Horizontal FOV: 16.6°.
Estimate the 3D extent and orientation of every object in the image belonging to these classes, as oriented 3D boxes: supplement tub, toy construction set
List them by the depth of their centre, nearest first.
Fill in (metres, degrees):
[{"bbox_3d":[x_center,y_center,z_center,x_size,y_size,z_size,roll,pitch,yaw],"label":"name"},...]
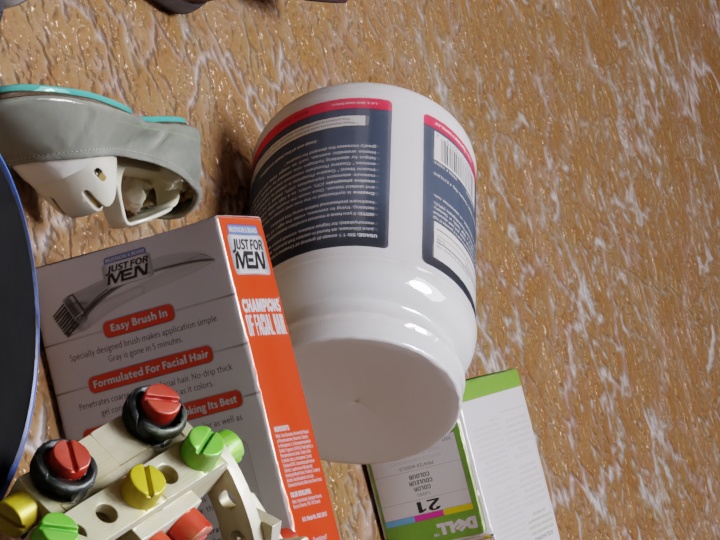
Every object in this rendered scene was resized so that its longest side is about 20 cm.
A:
[{"bbox_3d":[-0.089,0.128,1.096,0.131,0.092,0.200,44,26,14],"label":"toy construction set"},{"bbox_3d":[0.000,0.000,1.475,0.140,0.140,0.200,54,28,-43],"label":"supplement tub"}]

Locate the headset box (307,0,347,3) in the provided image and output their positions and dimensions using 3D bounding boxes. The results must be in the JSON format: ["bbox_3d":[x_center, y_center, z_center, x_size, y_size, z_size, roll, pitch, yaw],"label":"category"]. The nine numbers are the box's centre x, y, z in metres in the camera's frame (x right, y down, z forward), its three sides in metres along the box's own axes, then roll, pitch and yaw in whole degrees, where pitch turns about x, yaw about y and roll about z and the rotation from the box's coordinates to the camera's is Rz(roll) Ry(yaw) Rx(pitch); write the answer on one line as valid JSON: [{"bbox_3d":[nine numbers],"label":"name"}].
[{"bbox_3d":[-0.011,-0.275,1.584,0.075,0.200,0.149,1,65,-39],"label":"headset box"}]

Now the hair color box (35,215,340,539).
[{"bbox_3d":[-0.085,0.082,1.236,0.064,0.111,0.200,-2,77,-70],"label":"hair color box"}]

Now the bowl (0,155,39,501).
[{"bbox_3d":[-0.190,0.023,1.042,0.201,0.039,0.201,-2,90,-73],"label":"bowl"}]

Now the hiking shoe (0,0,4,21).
[{"bbox_3d":[-0.222,-0.110,1.100,0.101,0.076,0.200,-60,170,-5],"label":"hiking shoe"}]

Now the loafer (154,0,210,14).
[{"bbox_3d":[-0.118,-0.204,1.419,0.200,0.071,0.073,13,63,-67],"label":"loafer"}]

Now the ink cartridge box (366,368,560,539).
[{"bbox_3d":[0.075,0.174,1.637,0.148,0.076,0.200,-6,82,-70],"label":"ink cartridge box"}]

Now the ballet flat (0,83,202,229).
[{"bbox_3d":[-0.134,-0.055,1.278,0.200,0.067,0.064,7,75,-68],"label":"ballet flat"}]

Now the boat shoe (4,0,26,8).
[{"bbox_3d":[-0.172,-0.199,1.253,0.093,0.075,0.200,44,28,-54],"label":"boat shoe"}]
